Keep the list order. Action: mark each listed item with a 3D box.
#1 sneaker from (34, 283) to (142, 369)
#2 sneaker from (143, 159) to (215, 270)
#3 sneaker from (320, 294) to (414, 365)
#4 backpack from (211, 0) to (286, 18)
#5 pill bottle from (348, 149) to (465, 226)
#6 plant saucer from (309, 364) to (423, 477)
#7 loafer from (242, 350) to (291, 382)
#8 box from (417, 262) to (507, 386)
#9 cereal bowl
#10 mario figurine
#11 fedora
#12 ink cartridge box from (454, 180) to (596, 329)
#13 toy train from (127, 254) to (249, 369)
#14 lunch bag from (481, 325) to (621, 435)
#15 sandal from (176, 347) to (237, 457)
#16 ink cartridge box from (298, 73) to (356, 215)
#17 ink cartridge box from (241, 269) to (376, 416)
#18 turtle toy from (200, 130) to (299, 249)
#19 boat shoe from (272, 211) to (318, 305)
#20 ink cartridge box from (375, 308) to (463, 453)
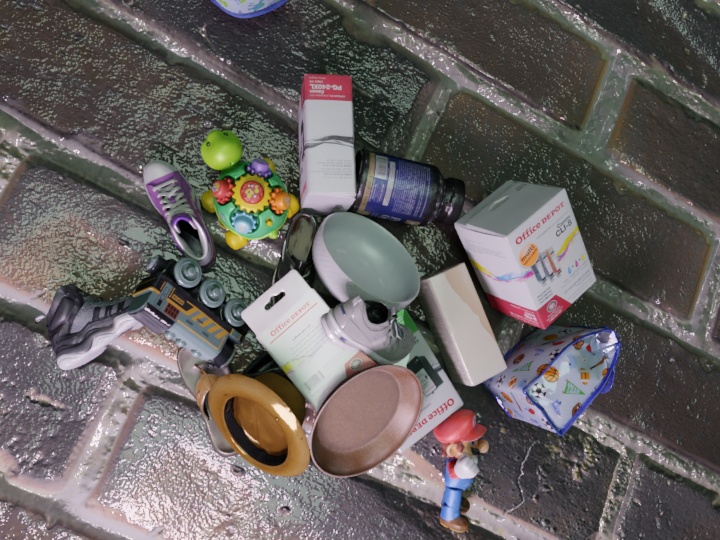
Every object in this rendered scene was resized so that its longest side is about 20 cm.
[{"bbox_3d":[-0.404,0.056,0.836,0.199,0.075,0.114,-37,90,-16],"label":"sneaker"},{"bbox_3d":[-0.293,-0.101,0.862,0.072,0.114,0.202,-30,90,-13],"label":"sneaker"},{"bbox_3d":[0.033,0.088,0.802,0.082,0.199,0.075,-40,57,21],"label":"sneaker"},{"bbox_3d":[-0.208,-0.542,0.915,0.182,0.147,0.201,-35,88,-15],"label":"backpack"},{"bbox_3d":[0.080,-0.142,0.954,0.197,0.112,0.113,11,81,-11],"label":"pill bottle"},{"bbox_3d":[0.006,0.222,0.812,0.198,0.037,0.203,-14,120,-26],"label":"plant saucer"},{"bbox_3d":[-0.107,0.131,0.893,0.200,0.068,0.071,-39,132,-12],"label":"loafer"},{"bbox_3d":[0.176,0.097,0.958,0.077,0.095,0.202,-22,90,-15],"label":"box"},{"bbox_3d":[0.000,0.000,0.904,0.199,0.083,0.201,26,35,-20],"label":"cereal bowl"},{"bbox_3d":[0.183,0.334,0.903,0.105,0.123,0.203,-4,104,-22],"label":"mario figurine"},{"bbox_3d":[-0.140,0.221,0.815,0.201,0.200,0.082,48,43,-3],"label":"fedora"},{"bbox_3d":[0.290,-0.033,0.941,0.145,0.144,0.201,-38,116,-13],"label":"ink cartridge box"},{"bbox_3d":[-0.261,0.067,0.829,0.200,0.085,0.115,47,48,-32],"label":"toy train"},{"bbox_3d":[0.345,0.177,0.948,0.200,0.170,0.124,-43,97,-15],"label":"lunch bag"},{"bbox_3d":[-0.239,0.209,0.867,0.081,0.055,0.202,-17,88,-14],"label":"sandal"},{"bbox_3d":[-0.061,-0.206,0.910,0.082,0.145,0.203,0,83,-11],"label":"ink cartridge box"},{"bbox_3d":[-0.081,0.110,0.834,0.116,0.067,0.201,-39,90,-8],"label":"ink cartridge box"},{"bbox_3d":[-0.196,-0.140,0.894,0.145,0.101,0.201,-34,92,-15],"label":"turtle toy"},{"bbox_3d":[-0.111,-0.001,0.917,0.071,0.068,0.203,10,84,-11],"label":"boat shoe"},{"bbox_3d":[0.063,0.187,0.925,0.146,0.083,0.201,-33,92,-14],"label":"ink cartridge box"}]
